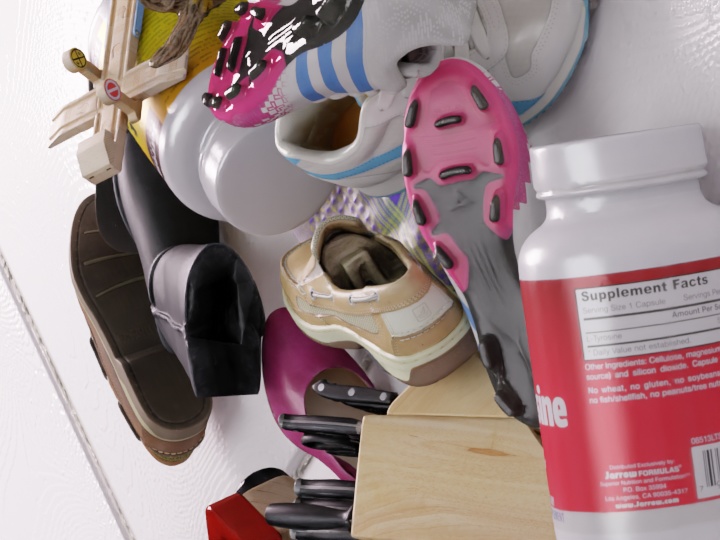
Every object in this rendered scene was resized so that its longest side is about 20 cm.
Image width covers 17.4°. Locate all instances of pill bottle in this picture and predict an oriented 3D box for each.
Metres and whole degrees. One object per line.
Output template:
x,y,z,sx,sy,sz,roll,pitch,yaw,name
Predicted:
0.137,0.033,1.142,0.112,0.112,0.201,-5,94,56,pill bottle
-0.087,-0.103,1.424,0.200,0.109,0.110,51,137,51,pill bottle

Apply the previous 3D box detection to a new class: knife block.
0.039,0.131,1.293,0.176,0.064,0.200,-47,55,17,knife block

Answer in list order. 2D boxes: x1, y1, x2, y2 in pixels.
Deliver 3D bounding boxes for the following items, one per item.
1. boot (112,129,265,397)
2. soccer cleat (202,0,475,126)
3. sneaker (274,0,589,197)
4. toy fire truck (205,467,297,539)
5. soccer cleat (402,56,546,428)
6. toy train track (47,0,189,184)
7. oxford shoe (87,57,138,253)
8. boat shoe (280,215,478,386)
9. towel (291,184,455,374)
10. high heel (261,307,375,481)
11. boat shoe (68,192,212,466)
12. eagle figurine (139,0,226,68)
-0.109,-0.011,1.476,0.200,0.065,0.166,-138,31,-80,boot
-0.013,-0.109,1.204,0.200,0.086,0.070,-24,51,62,soccer cleat
0.040,-0.105,1.262,0.200,0.081,0.077,-38,58,33,sneaker
-0.090,0.244,1.431,0.129,0.199,0.177,40,143,45,toy fire truck
0.078,-0.014,1.235,0.070,0.086,0.201,-17,90,27,soccer cleat
-0.151,-0.143,1.406,0.114,0.032,0.201,-24,47,34,toy train track
-0.152,-0.118,1.586,0.071,0.071,0.201,-115,33,-69,oxford shoe
0.000,0.000,1.308,0.076,0.072,0.200,57,164,-24,boat shoe
0.022,-0.047,1.378,0.144,0.023,0.200,60,141,30,towel
0.006,0.099,1.386,0.201,0.067,0.096,66,154,14,high heel
-0.160,0.042,1.624,0.068,0.072,0.201,110,147,-56,boat shoe
-0.057,-0.231,1.339,0.152,0.150,0.201,-105,28,-44,eagle figurine
